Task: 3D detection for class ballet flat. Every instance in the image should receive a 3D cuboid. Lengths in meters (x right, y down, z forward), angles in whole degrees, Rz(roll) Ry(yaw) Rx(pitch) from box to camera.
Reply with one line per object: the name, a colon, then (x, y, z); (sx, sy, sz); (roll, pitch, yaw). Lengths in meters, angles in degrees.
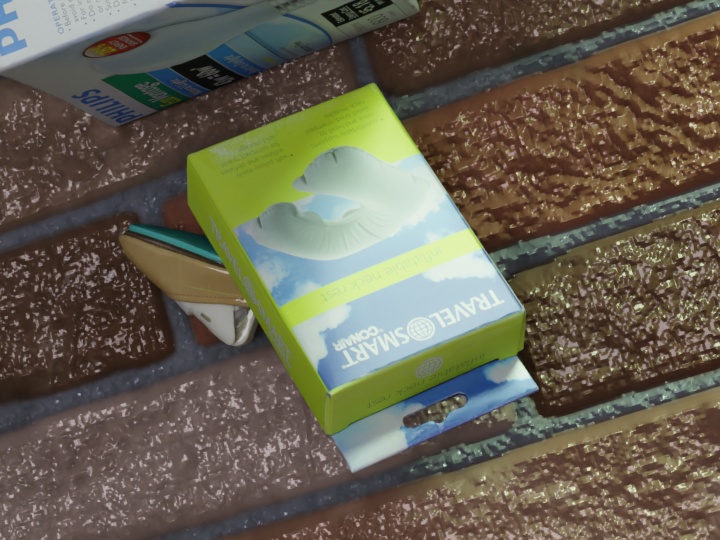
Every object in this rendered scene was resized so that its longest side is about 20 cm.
ballet flat: (-0.047, 0.021, 1.327); (0.199, 0.069, 0.064); (12, 95, 13)

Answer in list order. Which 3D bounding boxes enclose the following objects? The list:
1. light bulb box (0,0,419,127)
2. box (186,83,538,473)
light bulb box: (-0.095, -0.180, 1.282); (0.199, 0.198, 0.126); (-20, 81, 11)
box: (0.000, 0.000, 1.273); (0.121, 0.048, 0.201); (-22, 58, -17)
